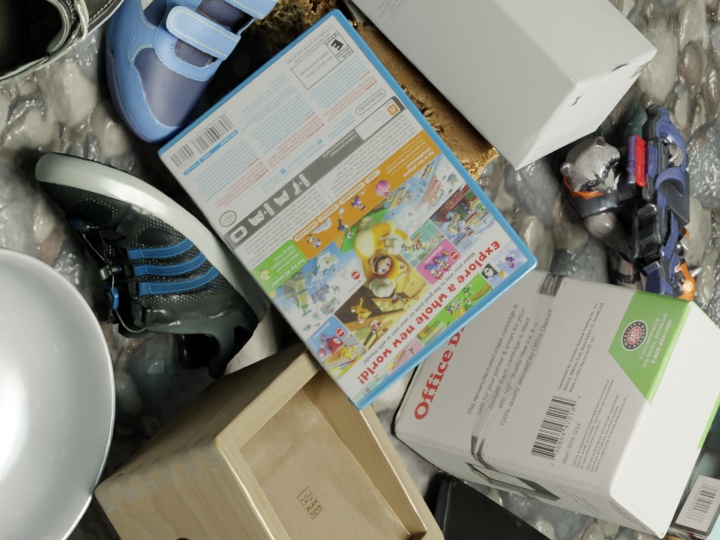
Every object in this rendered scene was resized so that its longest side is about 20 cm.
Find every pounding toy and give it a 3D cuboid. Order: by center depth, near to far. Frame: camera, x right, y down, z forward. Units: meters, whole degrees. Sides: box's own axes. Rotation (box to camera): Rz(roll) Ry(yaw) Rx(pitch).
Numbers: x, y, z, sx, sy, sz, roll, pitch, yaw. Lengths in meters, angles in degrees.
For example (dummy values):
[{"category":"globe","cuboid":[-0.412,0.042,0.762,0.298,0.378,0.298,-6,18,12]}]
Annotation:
[{"category":"pounding toy","cuboid":[-0.062,0.181,1.303,0.201,0.142,0.184,61,33,-8]}]

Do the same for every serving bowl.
[{"category":"serving bowl","cuboid":[-0.237,0.082,1.213,0.199,0.066,0.202,-11,105,-44]}]

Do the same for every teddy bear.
[{"category":"teddy bear","cuboid":[0.000,-0.123,1.363,0.199,0.067,0.145,35,46,-4]}]

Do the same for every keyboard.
[{"category":"keyboard","cuboid":[0.099,0.234,1.606,0.200,0.039,0.105,37,54,-44]}]

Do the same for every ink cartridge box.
[{"category":"ink cartridge box","cuboid":[0.142,0.085,1.495,0.084,0.199,0.146,39,71,-44]}]

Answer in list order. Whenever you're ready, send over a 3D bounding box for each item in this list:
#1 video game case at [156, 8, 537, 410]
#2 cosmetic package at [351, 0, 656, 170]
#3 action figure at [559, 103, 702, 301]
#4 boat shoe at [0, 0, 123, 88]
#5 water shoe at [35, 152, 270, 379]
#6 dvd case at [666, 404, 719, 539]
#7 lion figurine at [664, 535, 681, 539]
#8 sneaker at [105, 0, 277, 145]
[{"category":"video game case","cuboid":[-0.008,-0.037,1.300,0.143,0.018,0.200,-39,88,-3]},{"category":"cosmetic package","cuboid":[0.077,-0.169,1.345,0.113,0.200,0.081,-24,158,-51]},{"category":"action figure","cuboid":[0.206,-0.016,1.607,0.194,0.104,0.201,55,30,-29]},{"category":"boat shoe","cuboid":[-0.187,-0.143,1.216,0.200,0.071,0.072,-42,124,-32]},{"category":"water shoe","cuboid":[-0.129,0.001,1.301,0.200,0.071,0.079,38,73,-41]},{"category":"dvd case","cuboid":[0.207,0.116,1.564,0.022,0.199,0.147,44,67,-40]},{"category":"lion figurine","cuboid":[0.255,0.182,1.714,0.122,0.073,0.200,-36,135,5]},{"category":"sneaker","cuboid":[-0.093,-0.172,1.297,0.074,0.082,0.202,21,86,-46]}]
